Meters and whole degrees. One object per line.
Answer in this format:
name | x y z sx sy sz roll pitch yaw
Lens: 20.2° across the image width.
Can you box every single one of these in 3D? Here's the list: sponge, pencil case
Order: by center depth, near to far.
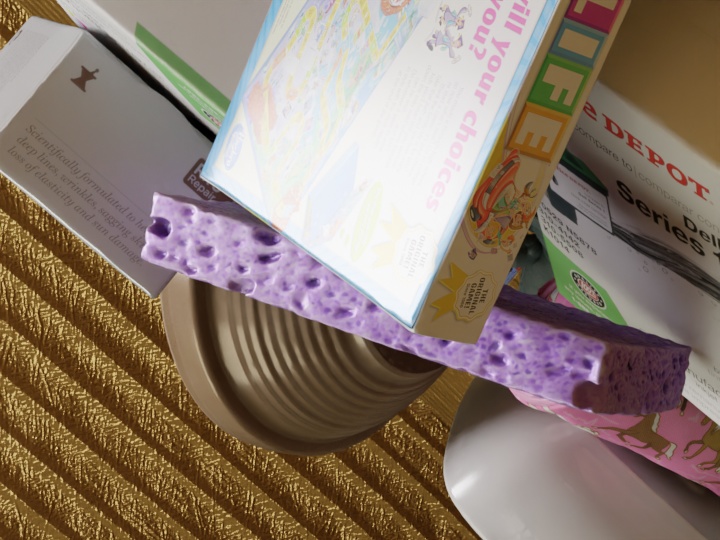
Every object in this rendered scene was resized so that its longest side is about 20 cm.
sponge | 0.023 0.012 0.788 0.198 0.030 0.111 18 -174 26
pencil case | 0.164 0.064 1.026 0.199 0.087 0.083 27 141 -33

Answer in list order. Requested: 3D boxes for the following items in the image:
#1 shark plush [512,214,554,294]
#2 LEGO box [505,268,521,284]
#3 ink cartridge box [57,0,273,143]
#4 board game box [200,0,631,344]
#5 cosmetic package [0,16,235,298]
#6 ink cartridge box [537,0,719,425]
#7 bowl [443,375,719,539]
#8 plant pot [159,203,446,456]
shark plush | 0.106 -0.005 1.070 0.200 0.082 0.092 7 -106 -75
LEGO box | 0.033 -0.046 1.596 0.149 0.077 0.200 43 174 -16
ink cartridge box | -0.050 -0.100 0.890 0.145 0.088 0.200 40 177 12
board game box | 0.029 -0.095 0.705 0.034 0.201 0.134 12 -163 -44
cosmetic package | -0.126 -0.057 0.932 0.102 0.074 0.200 41 178 -16
ink cartridge box | 0.134 -0.036 0.789 0.146 0.084 0.201 41 164 37
bowl | 0.147 0.119 1.097 0.199 0.075 0.200 42 -154 -5
plant pot | 0.000 0.000 1.035 0.092 0.202 0.201 8 152 44
